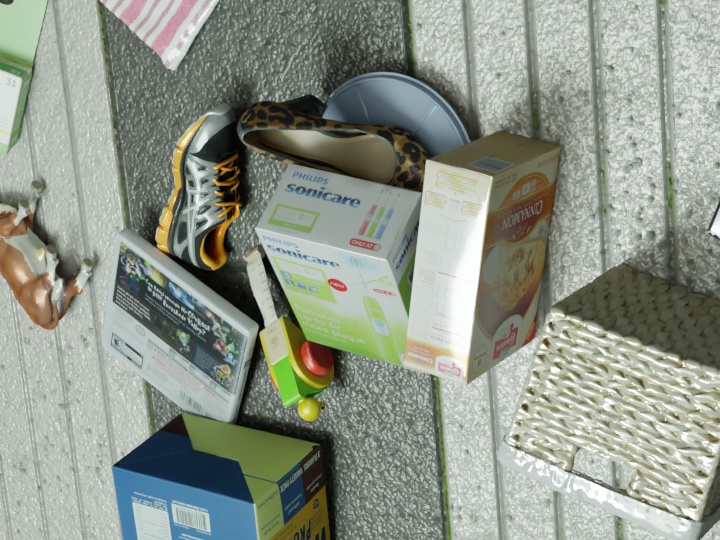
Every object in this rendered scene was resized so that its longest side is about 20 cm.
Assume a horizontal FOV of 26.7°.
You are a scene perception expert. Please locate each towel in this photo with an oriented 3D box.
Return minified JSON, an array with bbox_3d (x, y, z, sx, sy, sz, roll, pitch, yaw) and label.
[{"bbox_3d":[-0.236,-0.333,1.639,0.200,0.030,0.147,44,123,13],"label":"towel"}]

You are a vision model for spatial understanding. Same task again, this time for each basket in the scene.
[{"bbox_3d":[0.258,0.113,1.359,0.196,0.199,0.163,21,112,24],"label":"basket"}]

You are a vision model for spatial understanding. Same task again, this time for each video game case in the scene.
[{"bbox_3d":[-0.208,0.073,1.715,0.199,0.023,0.183,35,135,19],"label":"video game case"}]

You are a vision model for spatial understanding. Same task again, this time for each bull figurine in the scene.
[{"bbox_3d":[-0.404,-0.028,1.808,0.201,0.065,0.121,52,126,8],"label":"bull figurine"}]

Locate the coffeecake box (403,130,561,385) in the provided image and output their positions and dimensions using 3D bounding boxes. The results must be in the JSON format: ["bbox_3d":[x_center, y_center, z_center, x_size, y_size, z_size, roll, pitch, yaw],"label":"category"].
[{"bbox_3d":[0.116,-0.015,1.435,0.072,0.153,0.203,16,112,27],"label":"coffeecake box"}]

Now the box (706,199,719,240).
[{"bbox_3d":[0.364,-0.127,1.221,0.049,0.199,0.201,30,117,21],"label":"box"}]

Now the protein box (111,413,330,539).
[{"bbox_3d":[-0.149,0.294,1.685,0.196,0.135,0.203,9,117,30],"label":"protein box"}]

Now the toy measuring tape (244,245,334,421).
[{"bbox_3d":[-0.073,0.070,1.647,0.073,0.073,0.202,-34,63,34],"label":"toy measuring tape"}]

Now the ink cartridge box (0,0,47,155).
[{"bbox_3d":[-0.450,-0.251,1.754,0.144,0.048,0.202,19,117,-1],"label":"ink cartridge box"}]

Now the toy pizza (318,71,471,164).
[{"bbox_3d":[0.033,-0.101,1.536,0.198,0.032,0.203,9,109,28],"label":"toy pizza"}]

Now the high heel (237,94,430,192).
[{"bbox_3d":[-0.020,-0.105,1.462,0.199,0.142,0.072,31,118,20],"label":"high heel"}]

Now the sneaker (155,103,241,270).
[{"bbox_3d":[-0.160,-0.089,1.638,0.077,0.078,0.202,33,129,20],"label":"sneaker"}]

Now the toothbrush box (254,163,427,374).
[{"bbox_3d":[0.000,0.000,1.488,0.144,0.087,0.201,15,149,24],"label":"toothbrush box"}]
